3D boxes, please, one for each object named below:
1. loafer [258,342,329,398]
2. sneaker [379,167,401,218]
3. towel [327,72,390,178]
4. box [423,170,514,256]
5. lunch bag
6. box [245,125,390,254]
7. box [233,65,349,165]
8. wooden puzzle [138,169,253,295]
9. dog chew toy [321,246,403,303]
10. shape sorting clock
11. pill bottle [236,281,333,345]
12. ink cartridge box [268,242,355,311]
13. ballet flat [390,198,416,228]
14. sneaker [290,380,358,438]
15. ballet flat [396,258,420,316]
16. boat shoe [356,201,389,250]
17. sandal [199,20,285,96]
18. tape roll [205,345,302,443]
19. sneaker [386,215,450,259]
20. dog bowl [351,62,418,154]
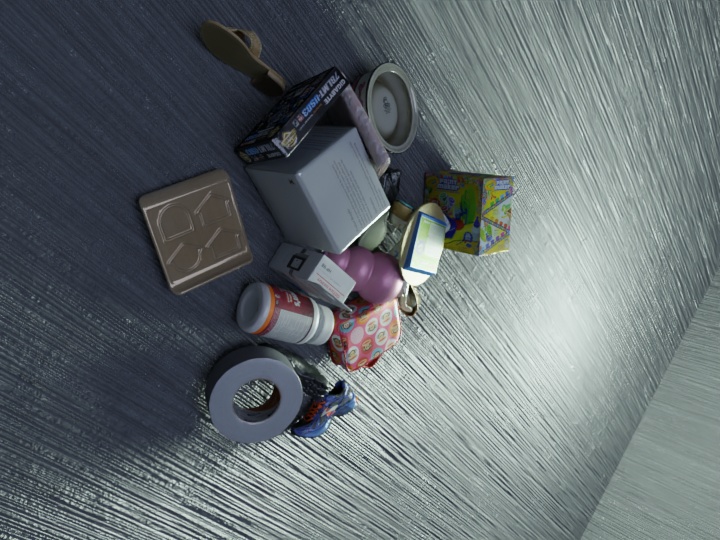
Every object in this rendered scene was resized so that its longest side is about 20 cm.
[{"bbox_3d":[-0.158,0.225,1.392,0.200,0.070,0.068,36,97,-23],"label":"loafer"},{"bbox_3d":[0.026,-0.218,1.426,0.199,0.076,0.115,38,74,-43],"label":"sneaker"},{"bbox_3d":[-0.008,-0.287,1.263,0.032,0.191,0.200,-30,89,-8],"label":"towel"},{"bbox_3d":[0.273,-0.153,1.566,0.122,0.200,0.193,-9,107,-38],"label":"box"},{"bbox_3d":[0.014,0.157,1.506,0.200,0.082,0.177,-26,117,-33],"label":"lunch bag"},{"bbox_3d":[-0.087,-0.172,1.258,0.171,0.200,0.199,-44,126,-25],"label":"box"},{"bbox_3d":[-0.138,-0.295,1.181,0.050,0.200,0.199,44,71,-26],"label":"box"},{"bbox_3d":[-0.321,-0.078,1.191,0.185,0.046,0.201,-28,113,-32],"label":"wooden puzzle"},{"bbox_3d":[0.000,0.000,1.424,0.199,0.124,0.125,22,87,-17],"label":"dog chew toy"},{"bbox_3d":[0.145,-0.062,1.431,0.200,0.039,0.201,-24,120,-51],"label":"shape sorting clock"},{"bbox_3d":[-0.160,0.100,1.326,0.200,0.109,0.110,20,88,-42],"label":"pill bottle"},{"bbox_3d":[-0.093,0.012,1.299,0.116,0.200,0.067,42,74,-39],"label":"ink cartridge box"},{"bbox_3d":[0.103,-0.128,1.461,0.063,0.069,0.200,-58,172,6],"label":"ballet flat"},{"bbox_3d":[-0.095,0.336,1.478,0.200,0.075,0.079,-32,111,-39],"label":"sneaker"},{"bbox_3d":[0.112,0.051,1.542,0.200,0.070,0.065,58,32,-47],"label":"ballet flat"},{"bbox_3d":[0.021,-0.117,1.416,0.072,0.061,0.201,-20,151,-23],"label":"boat shoe"},{"bbox_3d":[-0.221,-0.429,1.177,0.212,0.077,0.070,35,58,-46],"label":"sandal"},{"bbox_3d":[-0.228,0.266,1.302,0.199,0.066,0.201,-7,110,-19],"label":"tape roll"},{"bbox_3d":[0.131,-0.081,1.532,0.200,0.072,0.073,-35,94,2],"label":"sneaker"},{"bbox_3d":[0.048,-0.363,1.379,0.200,0.074,0.201,-3,93,-51],"label":"dog bowl"}]
